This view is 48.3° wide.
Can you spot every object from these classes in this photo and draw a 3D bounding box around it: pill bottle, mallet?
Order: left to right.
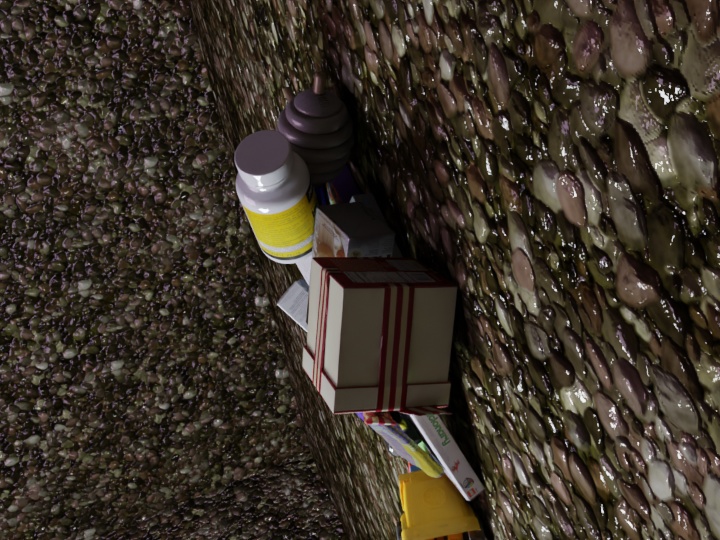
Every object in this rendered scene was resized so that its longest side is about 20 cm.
[{"bbox_3d":[-0.121,-0.108,1.185,0.201,0.110,0.112,74,171,-57],"label":"pill bottle"},{"bbox_3d":[0.065,0.246,1.277,0.067,0.041,0.200,62,-179,17],"label":"mallet"}]

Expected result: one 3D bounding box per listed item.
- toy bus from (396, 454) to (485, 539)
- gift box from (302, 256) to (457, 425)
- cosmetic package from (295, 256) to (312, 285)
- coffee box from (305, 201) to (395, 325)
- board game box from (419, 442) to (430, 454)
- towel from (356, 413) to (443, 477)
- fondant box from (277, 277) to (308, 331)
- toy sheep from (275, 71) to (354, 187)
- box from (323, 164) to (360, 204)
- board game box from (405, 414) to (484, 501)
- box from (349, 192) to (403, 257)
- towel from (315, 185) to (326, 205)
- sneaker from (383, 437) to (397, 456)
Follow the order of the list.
[{"bbox_3d":[0.118,0.398,1.314,0.202,0.133,0.194,81,177,-48],"label":"toy bus"},{"bbox_3d":[0.036,0.093,1.066,0.185,0.196,0.190,-132,46,-70],"label":"gift box"},{"bbox_3d":[-0.093,-0.067,1.332,0.202,0.050,0.083,59,145,25],"label":"cosmetic package"},{"bbox_3d":[-0.018,0.015,1.202,0.114,0.078,0.203,44,135,51],"label":"coffee box"},{"bbox_3d":[0.106,0.276,1.395,0.201,0.030,0.097,106,145,-65],"label":"board game box"},{"bbox_3d":[0.032,0.234,1.198,0.200,0.023,0.143,45,168,-25],"label":"towel"},{"bbox_3d":[-0.051,0.101,1.467,0.200,0.058,0.144,43,-174,2],"label":"fondant box"},{"bbox_3d":[-0.071,-0.213,1.234,0.202,0.136,0.139,92,157,-43],"label":"toy sheep"},{"bbox_3d":[-0.043,-0.143,1.410,0.138,0.038,0.202,93,156,-61],"label":"box"},{"bbox_3d":[0.103,0.235,1.195,0.201,0.034,0.126,58,174,-23],"label":"board game box"},{"bbox_3d":[0.000,0.000,1.291,0.158,0.041,0.201,65,150,27],"label":"box"},{"bbox_3d":[-0.087,-0.119,1.447,0.148,0.049,0.203,-125,21,-64],"label":"towel"},{"bbox_3d":[0.037,0.263,1.459,0.201,0.078,0.077,-103,13,-60],"label":"sneaker"}]
